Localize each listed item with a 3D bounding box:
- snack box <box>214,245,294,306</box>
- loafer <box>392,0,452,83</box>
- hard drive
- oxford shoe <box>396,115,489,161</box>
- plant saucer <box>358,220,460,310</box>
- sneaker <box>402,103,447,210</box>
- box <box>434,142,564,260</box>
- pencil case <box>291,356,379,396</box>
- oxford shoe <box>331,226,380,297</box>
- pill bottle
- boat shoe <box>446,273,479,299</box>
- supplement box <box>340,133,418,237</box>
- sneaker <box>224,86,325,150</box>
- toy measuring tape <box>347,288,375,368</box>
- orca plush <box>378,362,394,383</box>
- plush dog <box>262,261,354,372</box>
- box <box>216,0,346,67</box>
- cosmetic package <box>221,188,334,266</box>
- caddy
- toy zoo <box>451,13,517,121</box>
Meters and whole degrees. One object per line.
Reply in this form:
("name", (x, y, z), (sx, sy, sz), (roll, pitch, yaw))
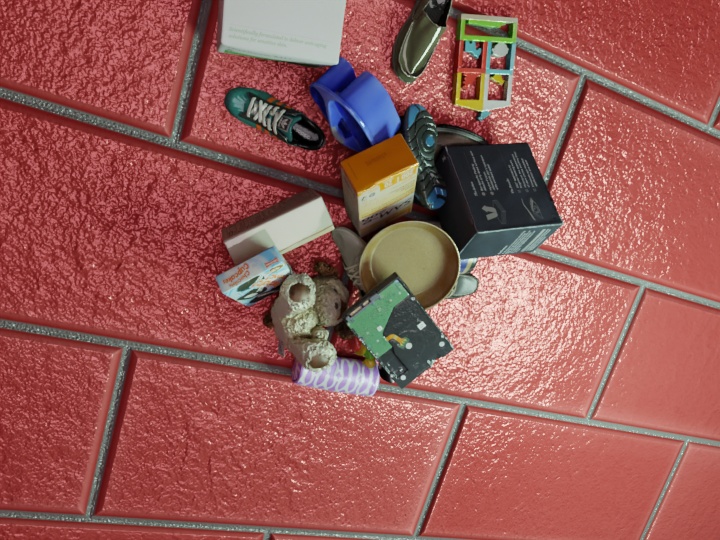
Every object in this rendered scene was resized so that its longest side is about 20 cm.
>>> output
("snack box", (-0.188, 0.015, 1.020), (0.115, 0.200, 0.037), (-29, 81, -4))
("loafer", (0.120, -0.459, 1.039), (0.074, 0.070, 0.202), (16, 101, -21))
("hard drive", (0.075, 0.120, 1.079), (0.139, 0.038, 0.200), (-39, 110, 5))
("oxford shoe", (0.164, -0.258, 1.117), (0.197, 0.073, 0.086), (8, 107, -7))
("plant saucer", (0.095, -0.010, 1.070), (0.197, 0.036, 0.203), (-1, 118, -2))
("sneaker", (0.106, -0.216, 1.054), (0.073, 0.082, 0.203), (-21, 111, -26))
("box", (0.263, -0.140, 1.097), (0.197, 0.118, 0.199), (-6, 65, -19))
("pencil case", (-0.055, 0.218, 1.186), (0.198, 0.086, 0.084), (17, 135, -21))
("oxford shoe", (0.000, 0.000, 1.123), (0.058, 0.075, 0.201), (-41, 104, -35))
("pill bottle", (0.138, -0.047, 1.146), (0.197, 0.112, 0.113), (-1, 107, -17))
("boat shoe", (0.176, 0.037, 1.203), (0.197, 0.073, 0.076), (0, 106, -17))
("supplement box", (0.035, -0.154, 1.036), (0.125, 0.200, 0.074), (-27, 73, -7))
("sneaker", (-0.151, -0.279, 1.002), (0.198, 0.080, 0.072), (20, 100, -21))
("toy measuring tape", (0.000, 0.111, 1.184), (0.073, 0.074, 0.203), (-10, 85, -14))
("orca plush", (0.068, 0.145, 1.193), (0.105, 0.070, 0.202), (44, 57, -58))
("plush dog", (-0.094, 0.081, 1.110), (0.171, 0.160, 0.202), (-26, 107, -34))
("box", (-0.132, -0.456, 0.907), (0.196, 0.171, 0.203), (3, 105, -18))
("cosmetic package", (-0.160, -0.080, 1.049), (0.198, 0.104, 0.074), (-27, 113, -7))
("caddy", (-0.014, -0.282, 0.994), (0.105, 0.141, 0.200), (-49, 151, -3))
("toy zoo", (0.253, -0.412, 1.121), (0.129, 0.020, 0.203), (-3, 106, -16))
